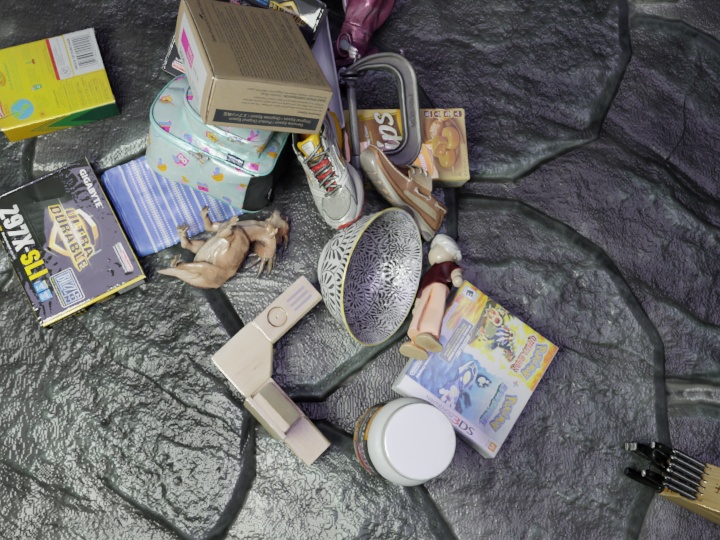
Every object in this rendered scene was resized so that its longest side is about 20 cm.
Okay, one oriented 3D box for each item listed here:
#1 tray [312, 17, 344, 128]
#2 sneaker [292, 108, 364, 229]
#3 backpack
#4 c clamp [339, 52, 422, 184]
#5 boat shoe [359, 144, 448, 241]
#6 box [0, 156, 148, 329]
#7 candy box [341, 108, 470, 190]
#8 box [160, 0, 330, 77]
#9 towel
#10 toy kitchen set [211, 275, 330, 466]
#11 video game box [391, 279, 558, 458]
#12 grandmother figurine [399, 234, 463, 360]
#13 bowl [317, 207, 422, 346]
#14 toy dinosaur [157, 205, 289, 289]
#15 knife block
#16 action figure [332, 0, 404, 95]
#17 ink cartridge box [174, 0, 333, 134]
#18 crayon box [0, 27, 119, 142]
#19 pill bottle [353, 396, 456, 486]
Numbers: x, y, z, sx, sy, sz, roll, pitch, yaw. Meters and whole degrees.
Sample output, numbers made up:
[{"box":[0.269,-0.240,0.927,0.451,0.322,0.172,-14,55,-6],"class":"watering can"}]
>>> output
[{"box":[-0.081,-0.302,1.213,0.106,0.022,0.203,-14,79,26],"class":"tray"},{"box":[-0.058,-0.150,1.088,0.077,0.082,0.202,-27,73,20],"class":"sneaker"},{"box":[-0.202,-0.197,1.100,0.198,0.154,0.177,16,48,2],"class":"backpack"},{"box":[0.013,-0.225,1.154,0.169,0.027,0.203,-1,95,-12],"class":"c clamp"},{"box":[0.068,-0.126,1.149,0.072,0.200,0.076,-45,46,-1],"class":"boat shoe"},{"box":[-0.422,-0.040,1.113,0.158,0.049,0.202,-26,84,-11],"class":"box"},{"box":[0.067,-0.190,1.215,0.197,0.055,0.117,-3,81,-10],"class":"candy box"},{"box":[-0.174,-0.352,1.167,0.198,0.050,0.200,27,106,-2],"class":"box"},{"box":[-0.272,-0.122,1.165,0.198,0.024,0.146,-25,84,-13],"class":"towel"},{"box":[-0.079,0.138,1.071,0.180,0.163,0.200,-42,88,-14],"class":"toy kitchen set"},{"box":[0.175,0.149,1.171,0.181,0.047,0.201,35,76,-3],"class":"video game box"},{"box":[0.112,0.029,1.151,0.060,0.121,0.202,35,50,-26],"class":"grandmother figurine"},{"box":[0.000,0.000,1.128,0.093,0.201,0.202,15,73,34],"class":"bowl"},{"box":[-0.196,-0.020,1.133,0.199,0.136,0.086,-36,43,6],"class":"toy dinosaur"},{"box":[0.502,0.328,1.187,0.200,0.174,0.065,40,71,-46],"class":"knife block"},{"box":[-0.011,-0.379,1.215,0.148,0.134,0.202,29,100,29],"class":"action figure"},{"box":[-0.147,-0.273,1.027,0.163,0.076,0.201,-1,46,-28],"class":"ink cartridge box"},{"box":[-0.475,-0.273,1.148,0.198,0.051,0.128,-17,82,-12],"class":"crayon box"},{"box":[0.059,0.233,1.055,0.115,0.200,0.118,2,77,-9],"class":"pill bottle"}]
